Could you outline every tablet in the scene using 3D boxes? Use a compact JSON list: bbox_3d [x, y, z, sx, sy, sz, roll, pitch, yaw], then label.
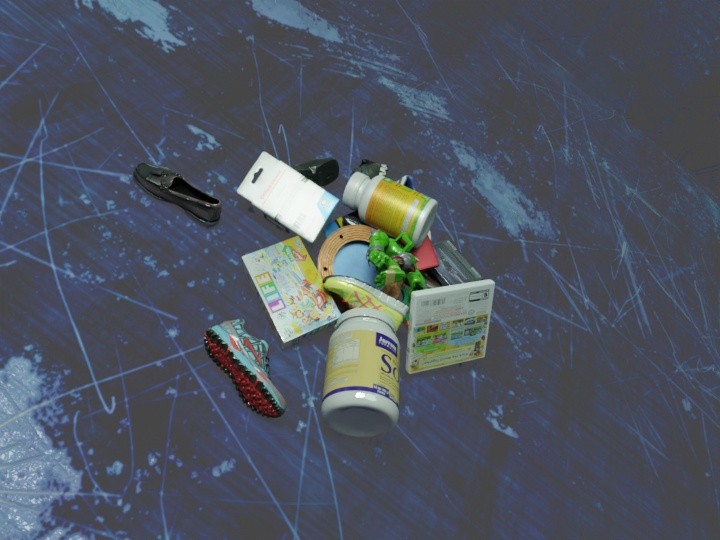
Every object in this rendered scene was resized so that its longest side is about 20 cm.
[{"bbox_3d":[-0.023,0.021,1.198,0.130,0.014,0.200,46,65,-1],"label":"tablet"}]

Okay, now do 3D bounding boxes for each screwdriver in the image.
[{"bbox_3d":[0.047,-0.073,1.248,0.196,0.030,0.028,25,24,6],"label":"screwdriver"}]

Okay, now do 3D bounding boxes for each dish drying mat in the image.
[{"bbox_3d":[0.115,-0.090,1.287,0.075,0.018,0.204,-13,68,-16],"label":"dish drying mat"}]

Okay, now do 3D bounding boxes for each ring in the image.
[{"bbox_3d":[0.000,0.000,1.196,0.195,0.019,0.206,6,73,-18],"label":"ring"}]

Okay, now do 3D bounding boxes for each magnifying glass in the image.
[{"bbox_3d":[0.100,0.097,1.264,0.078,0.022,0.203,-12,65,-39],"label":"magnifying glass"}]

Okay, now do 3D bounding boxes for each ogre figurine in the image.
[{"bbox_3d":[0.079,-0.012,1.151,0.196,0.099,0.122,15,38,-26],"label":"ogre figurine"}]

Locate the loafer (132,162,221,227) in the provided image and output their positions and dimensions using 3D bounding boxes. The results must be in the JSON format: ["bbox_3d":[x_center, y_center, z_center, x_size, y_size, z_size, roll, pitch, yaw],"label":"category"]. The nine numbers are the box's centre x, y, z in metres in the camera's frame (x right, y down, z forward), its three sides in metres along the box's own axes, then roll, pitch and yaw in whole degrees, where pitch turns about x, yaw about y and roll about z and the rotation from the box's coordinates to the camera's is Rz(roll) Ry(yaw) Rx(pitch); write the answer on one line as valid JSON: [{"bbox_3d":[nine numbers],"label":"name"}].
[{"bbox_3d":[-0.369,-0.169,1.135,0.197,0.063,0.073,33,45,-7],"label":"loafer"}]

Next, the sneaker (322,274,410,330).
[{"bbox_3d":[0.005,0.074,1.122,0.197,0.078,0.092,27,84,-15],"label":"sneaker"}]

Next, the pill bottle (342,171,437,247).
[{"bbox_3d":[0.063,-0.142,1.235,0.197,0.113,0.111,27,43,14],"label":"pill bottle"}]

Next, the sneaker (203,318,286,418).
[{"bbox_3d":[-0.185,0.164,0.986,0.201,0.080,0.095,50,44,10],"label":"sneaker"}]

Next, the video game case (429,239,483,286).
[{"bbox_3d":[0.225,-0.012,1.388,0.144,0.019,0.198,50,30,15],"label":"video game case"}]

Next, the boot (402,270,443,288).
[{"bbox_3d":[0.169,0.069,1.298,0.198,0.064,0.188,36,31,-8],"label":"boot"}]

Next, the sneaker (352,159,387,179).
[{"bbox_3d":[0.015,-0.220,1.427,0.089,0.067,0.203,24,43,-11],"label":"sneaker"}]

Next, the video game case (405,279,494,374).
[{"bbox_3d":[0.190,0.119,1.181,0.195,0.187,0.023,-8,24,-23],"label":"video game case"}]

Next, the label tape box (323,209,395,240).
[{"bbox_3d":[0.016,-0.067,1.297,0.197,0.064,0.146,-24,70,-24],"label":"label tape box"}]

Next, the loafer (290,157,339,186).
[{"bbox_3d":[-0.143,-0.219,1.331,0.198,0.075,0.071,-27,33,-36],"label":"loafer"}]

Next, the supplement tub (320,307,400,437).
[{"bbox_3d":[0.004,0.190,1.041,0.142,0.146,0.204,20,48,-17],"label":"supplement tub"}]

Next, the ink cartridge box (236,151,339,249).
[{"bbox_3d":[-0.158,-0.153,1.216,0.197,0.068,0.117,33,77,0],"label":"ink cartridge box"}]

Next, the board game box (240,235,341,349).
[{"bbox_3d":[-0.141,0.040,1.119,0.132,0.034,0.203,-22,69,-25],"label":"board game box"}]

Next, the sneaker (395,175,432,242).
[{"bbox_3d":[0.137,-0.153,1.435,0.074,0.088,0.203,-10,64,-39],"label":"sneaker"}]
